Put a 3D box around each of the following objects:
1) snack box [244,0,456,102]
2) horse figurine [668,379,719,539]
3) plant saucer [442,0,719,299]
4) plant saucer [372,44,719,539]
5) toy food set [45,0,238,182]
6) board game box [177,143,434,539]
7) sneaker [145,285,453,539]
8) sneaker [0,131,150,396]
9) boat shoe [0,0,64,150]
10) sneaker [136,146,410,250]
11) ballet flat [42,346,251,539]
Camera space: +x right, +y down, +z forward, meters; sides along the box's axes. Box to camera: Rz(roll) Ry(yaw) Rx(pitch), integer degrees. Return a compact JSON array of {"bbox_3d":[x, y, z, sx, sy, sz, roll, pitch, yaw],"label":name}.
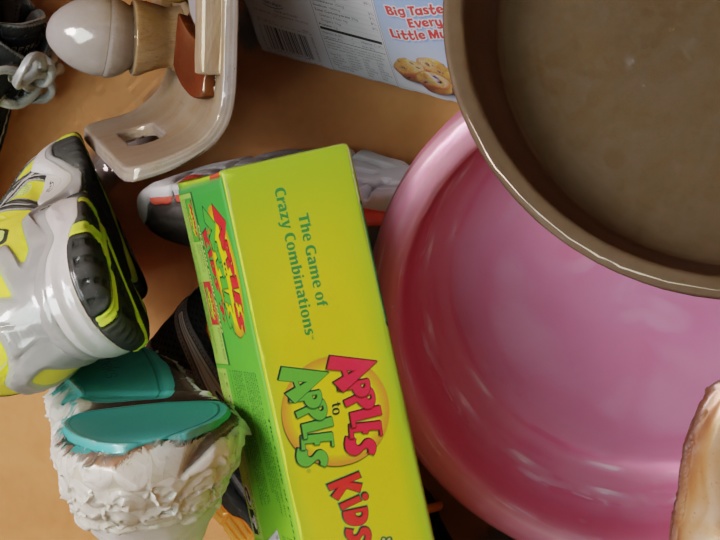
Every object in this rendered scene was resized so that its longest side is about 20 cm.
[{"bbox_3d":[0.042,-0.092,1.088,0.199,0.024,0.072,17,145,28],"label":"snack box"},{"bbox_3d":[0.129,0.125,1.035,0.200,0.132,0.050,-50,27,31],"label":"horse figurine"},{"bbox_3d":[0.127,-0.083,0.960,0.199,0.029,0.201,-2,72,6],"label":"plant saucer"},{"bbox_3d":[0.103,0.010,1.036,0.200,0.051,0.201,3,116,7],"label":"plant saucer"},{"bbox_3d":[-0.086,-0.142,1.109,0.060,0.143,0.201,-1,99,-11],"label":"toy food set"},{"bbox_3d":[-0.015,0.060,1.034,0.047,0.102,0.201,-13,92,-12],"label":"board game box"},{"bbox_3d":[-0.015,0.078,1.138,0.200,0.078,0.077,37,108,22],"label":"sneaker"},{"bbox_3d":[-0.128,-0.002,1.129,0.076,0.200,0.076,-25,99,1],"label":"sneaker"},{"bbox_3d":[-0.157,-0.092,1.203,0.068,0.074,0.200,5,105,10],"label":"boat shoe"},{"bbox_3d":[0.000,0.000,1.121,0.199,0.077,0.082,6,106,30],"label":"sneaker"},{"bbox_3d":[-0.076,0.072,1.055,0.071,0.200,0.072,-1,98,-7],"label":"ballet flat"}]
